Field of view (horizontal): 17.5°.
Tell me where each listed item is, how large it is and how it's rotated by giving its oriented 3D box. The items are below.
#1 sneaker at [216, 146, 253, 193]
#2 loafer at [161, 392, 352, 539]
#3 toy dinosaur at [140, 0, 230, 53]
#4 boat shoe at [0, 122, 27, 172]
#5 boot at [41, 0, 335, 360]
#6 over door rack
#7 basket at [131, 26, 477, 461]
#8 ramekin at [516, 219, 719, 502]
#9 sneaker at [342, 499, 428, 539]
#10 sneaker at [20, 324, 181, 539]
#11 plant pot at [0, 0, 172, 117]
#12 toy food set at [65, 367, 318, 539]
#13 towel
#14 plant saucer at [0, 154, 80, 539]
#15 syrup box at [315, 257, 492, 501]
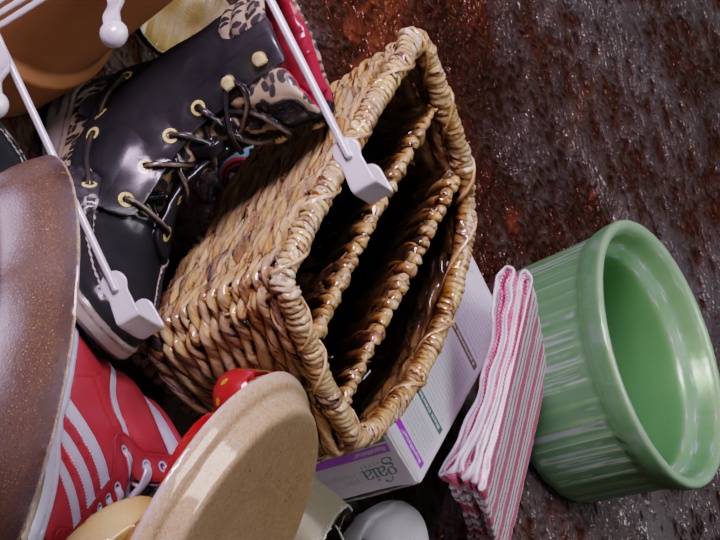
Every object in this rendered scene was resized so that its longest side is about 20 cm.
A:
[{"bbox_3d":[-0.056,-0.027,1.391,0.096,0.079,0.200,42,31,-19],"label":"sneaker"},{"bbox_3d":[-0.043,0.135,1.297,0.200,0.068,0.076,64,28,-13],"label":"loafer"},{"bbox_3d":[-0.103,-0.173,1.416,0.200,0.058,0.101,30,63,-43],"label":"toy dinosaur"},{"bbox_3d":[-0.213,-0.084,1.128,0.199,0.066,0.075,43,38,-42],"label":"boat shoe"},{"bbox_3d":[-0.089,-0.058,1.211,0.073,0.150,0.200,49,20,-33],"label":"boot"},{"bbox_3d":[-0.095,-0.087,1.105,0.200,0.148,0.067,61,12,1],"label":"over door rack"},{"bbox_3d":[0.000,0.000,1.249,0.143,0.149,0.200,42,50,-17],"label":"basket"},{"bbox_3d":[0.178,0.072,1.705,0.200,0.098,0.200,39,41,-46],"label":"ramekin"},{"bbox_3d":[0.048,0.206,1.354,0.080,0.129,0.199,56,31,-28],"label":"sneaker"},{"bbox_3d":[-0.141,0.116,1.131,0.112,0.071,0.200,45,35,-34],"label":"sneaker"},{"bbox_3d":[-0.161,-0.196,1.214,0.200,0.140,0.200,38,43,-45],"label":"plant pot"},{"bbox_3d":[-0.085,0.137,1.131,0.200,0.049,0.198,-57,161,-23],"label":"toy food set"},{"bbox_3d":[0.088,0.098,1.496,0.200,0.030,0.147,72,31,-66],"label":"towel"},{"bbox_3d":[-0.169,0.044,1.028,0.032,0.200,0.201,12,57,-21],"label":"plant saucer"},{"bbox_3d":[0.015,0.057,1.440,0.082,0.079,0.200,63,29,-16],"label":"syrup box"}]
